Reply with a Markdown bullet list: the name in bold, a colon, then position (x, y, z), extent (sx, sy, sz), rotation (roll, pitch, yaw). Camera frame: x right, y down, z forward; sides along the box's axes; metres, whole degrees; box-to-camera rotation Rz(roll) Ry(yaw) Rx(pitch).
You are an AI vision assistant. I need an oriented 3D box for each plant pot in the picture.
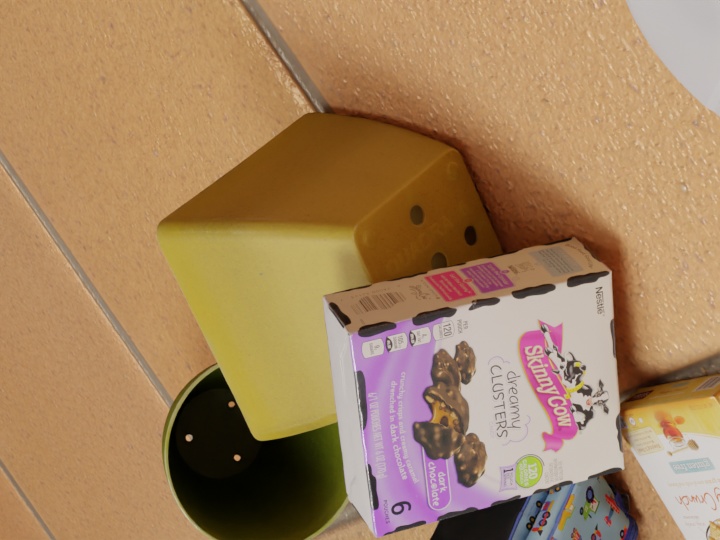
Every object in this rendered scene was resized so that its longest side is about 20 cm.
- **plant pot**: position (-0.113, 0.164, 2.045), extent (0.187, 0.187, 0.200), rotation (60, 167, -9)
- **plant pot**: position (0.000, 0.000, 1.651), extent (0.176, 0.200, 0.200), rotation (-3, 118, 46)

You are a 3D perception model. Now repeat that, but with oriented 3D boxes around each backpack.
- **backpack**: position (0.146, 0.249, 1.701), extent (0.134, 0.183, 0.200), rotation (-1, 135, 39)

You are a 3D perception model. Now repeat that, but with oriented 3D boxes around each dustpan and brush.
- **dustpan and brush**: position (0.186, -0.197, 1.282), extent (0.200, 0.057, 0.140), rotation (41, 149, 12)

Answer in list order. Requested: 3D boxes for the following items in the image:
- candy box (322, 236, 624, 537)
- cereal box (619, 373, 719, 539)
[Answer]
- **candy box**: position (0.084, 0.083, 1.543), extent (0.072, 0.200, 0.168), rotation (-130, 30, -62)
- **cereal box**: position (0.277, 0.171, 1.543), extent (0.200, 0.040, 0.144), rotation (58, 154, -5)
